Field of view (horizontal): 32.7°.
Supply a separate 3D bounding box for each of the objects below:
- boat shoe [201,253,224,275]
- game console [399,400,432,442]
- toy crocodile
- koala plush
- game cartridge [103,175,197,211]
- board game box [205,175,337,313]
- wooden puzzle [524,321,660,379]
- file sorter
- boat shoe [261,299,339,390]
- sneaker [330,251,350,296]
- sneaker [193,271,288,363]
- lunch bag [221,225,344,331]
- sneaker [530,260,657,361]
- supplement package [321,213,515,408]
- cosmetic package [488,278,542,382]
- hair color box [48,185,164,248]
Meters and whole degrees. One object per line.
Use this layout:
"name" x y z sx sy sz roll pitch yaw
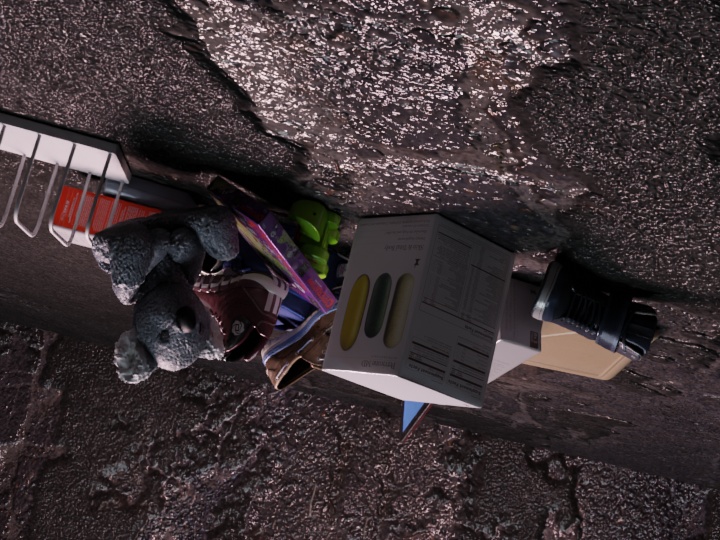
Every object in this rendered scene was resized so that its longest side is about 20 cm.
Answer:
"boat shoe" -0.218 -0.008 1.933 0.198 0.071 0.064 20 168 -14
"game console" 0.055 0.148 1.946 0.172 0.119 0.200 38 148 7
"toy crocodile" -0.064 -0.038 1.619 0.061 0.068 0.200 17 166 3
"koala plush" -0.246 0.033 1.548 0.176 0.202 0.183 -19 -168 -33
"game cartridge" -0.299 -0.088 1.758 0.132 0.042 0.200 20 167 -6
"board game box" -0.112 -0.032 1.576 0.120 0.032 0.200 28 162 40
"wooden puzzle" 0.315 0.107 1.800 0.197 0.038 0.185 7 156 -8
"file sorter" -0.413 -0.110 1.576 0.198 0.126 0.139 14 169 -1
"boat shoe" -0.054 0.107 1.743 0.199 0.073 0.072 -34 147 30
"sneaker" 0.000 0.000 1.706 0.107 0.071 0.200 9 170 18
"sneaker" -0.187 0.069 1.655 0.199 0.117 0.075 -9 153 43
"lunch bag" -0.116 0.020 1.784 0.135 0.134 0.199 6 166 35
"sneaker" 0.295 0.052 1.531 0.145 0.078 0.202 23 -179 20
"supplement package" 0.073 0.051 1.532 0.150 0.202 0.151 23 165 -37
"cosmetic package" 0.171 0.095 1.719 0.073 0.103 0.200 16 148 -21
"hair color box" -0.319 -0.055 1.700 0.198 0.062 0.102 15 168 4
